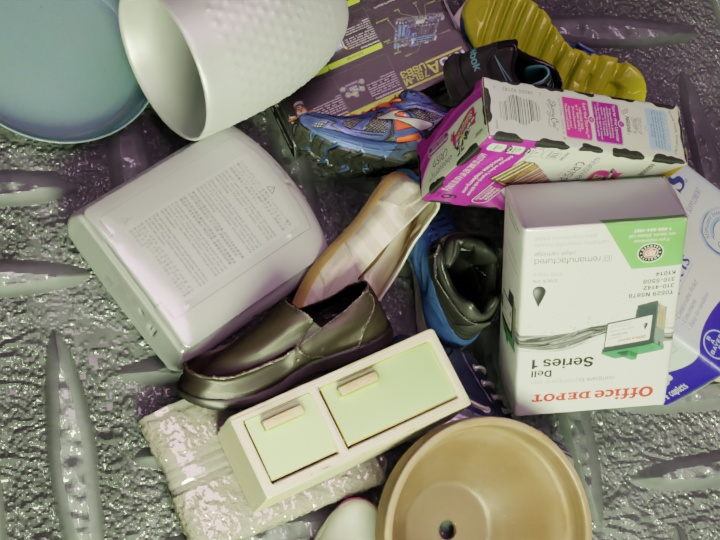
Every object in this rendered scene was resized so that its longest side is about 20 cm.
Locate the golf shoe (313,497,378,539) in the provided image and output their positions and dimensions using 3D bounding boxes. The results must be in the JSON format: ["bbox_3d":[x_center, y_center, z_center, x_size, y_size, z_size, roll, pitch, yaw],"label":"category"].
[{"bbox_3d":[-0.010,0.282,1.166,0.075,0.092,0.201,20,63,-13],"label":"golf shoe"}]

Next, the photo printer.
[{"bbox_3d":[-0.135,-0.029,1.252,0.200,0.069,0.167,-36,86,-32],"label":"photo printer"}]

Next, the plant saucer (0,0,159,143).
[{"bbox_3d":[-0.283,-0.202,1.283,0.199,0.027,0.201,9,65,-21],"label":"plant saucer"}]

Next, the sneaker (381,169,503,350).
[{"bbox_3d":[0.081,-0.029,1.324,0.076,0.111,0.201,-3,70,-25],"label":"sneaker"}]

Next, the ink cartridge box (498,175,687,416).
[{"bbox_3d":[0.202,0.025,1.243,0.145,0.201,0.084,-4,32,-4],"label":"ink cartridge box"}]

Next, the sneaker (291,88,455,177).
[{"bbox_3d":[0.029,-0.131,1.309,0.199,0.075,0.079,3,76,-25],"label":"sneaker"}]

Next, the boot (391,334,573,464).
[{"bbox_3d":[0.112,0.126,1.294,0.199,0.073,0.091,19,68,-15],"label":"boot"}]

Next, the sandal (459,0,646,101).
[{"bbox_3d":[0.181,-0.207,1.381,0.200,0.087,0.080,32,94,-13],"label":"sandal"}]

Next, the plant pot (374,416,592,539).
[{"bbox_3d":[0.093,0.228,1.221,0.200,0.093,0.202,3,83,-24],"label":"plant pot"}]

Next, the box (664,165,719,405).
[{"bbox_3d":[0.287,-0.006,1.394,0.200,0.105,0.184,36,59,-5],"label":"box"}]

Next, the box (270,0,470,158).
[{"bbox_3d":[-0.014,-0.236,1.367,0.199,0.048,0.194,-25,81,-7],"label":"box"}]

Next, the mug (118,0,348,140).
[{"bbox_3d":[-0.121,-0.231,1.276,0.175,0.148,0.200,-29,47,-26],"label":"mug"}]

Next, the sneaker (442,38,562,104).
[{"bbox_3d":[0.164,-0.145,1.320,0.200,0.079,0.076,35,40,-38],"label":"sneaker"}]

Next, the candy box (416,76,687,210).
[{"bbox_3d":[0.168,-0.103,1.243,0.199,0.136,0.061,4,68,-22],"label":"candy box"}]

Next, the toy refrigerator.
[{"bbox_3d":[-0.013,0.126,1.189,0.199,0.070,0.076,-22,77,-21],"label":"toy refrigerator"}]

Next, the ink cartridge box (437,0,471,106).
[{"bbox_3d":[0.158,-0.182,1.447,0.200,0.067,0.117,39,59,-6],"label":"ink cartridge box"}]

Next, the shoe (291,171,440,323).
[{"bbox_3d":[0.000,0.000,1.268,0.053,0.070,0.200,31,81,28],"label":"shoe"}]

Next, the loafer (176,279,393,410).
[{"bbox_3d":[-0.068,0.057,1.197,0.199,0.073,0.072,-21,117,-24],"label":"loafer"}]

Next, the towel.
[{"bbox_3d":[-0.080,0.156,1.221,0.199,0.034,0.133,-18,77,-29],"label":"towel"}]

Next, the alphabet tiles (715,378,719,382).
[{"bbox_3d":[0.336,0.016,1.475,0.199,0.015,0.196,14,64,-18],"label":"alphabet tiles"}]
